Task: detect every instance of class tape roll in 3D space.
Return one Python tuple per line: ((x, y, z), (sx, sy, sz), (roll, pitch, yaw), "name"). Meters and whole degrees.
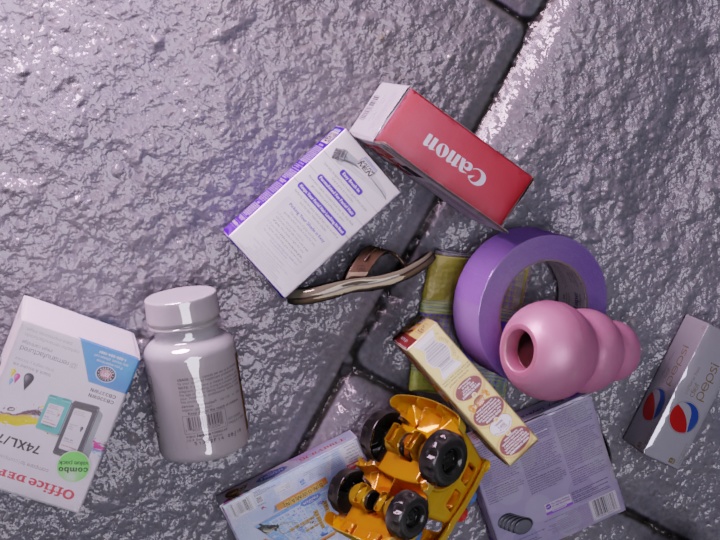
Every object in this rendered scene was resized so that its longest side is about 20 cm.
((0.222, 0.046, 1.721), (0.200, 0.066, 0.200), (-7, 105, -26), "tape roll")

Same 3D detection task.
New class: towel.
((0.144, 0.073, 1.751), (0.144, 0.023, 0.200), (10, 97, -16), "towel")

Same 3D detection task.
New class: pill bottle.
((-0.207, 0.126, 1.627), (0.114, 0.114, 0.200), (-10, 102, -12), "pill bottle")

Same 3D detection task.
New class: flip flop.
((0.000, 0.000, 1.682), (0.200, 0.081, 0.058), (-13, 88, -6), "flip flop")

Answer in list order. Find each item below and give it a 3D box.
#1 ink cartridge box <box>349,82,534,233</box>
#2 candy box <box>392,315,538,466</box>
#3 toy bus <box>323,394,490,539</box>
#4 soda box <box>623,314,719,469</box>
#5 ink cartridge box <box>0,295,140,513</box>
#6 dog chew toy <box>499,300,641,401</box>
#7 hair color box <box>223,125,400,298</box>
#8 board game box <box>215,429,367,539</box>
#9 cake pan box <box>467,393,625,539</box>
((0.104, -0.140, 1.623), (0.200, 0.176, 0.084), (34, 91, -17), "ink cartridge box")
((0.132, 0.150, 1.679), (0.055, 0.115, 0.200), (-41, 97, -3), "candy box")
((0.074, 0.291, 1.700), (0.200, 0.136, 0.192), (-57, 134, -19), "toy bus")
((0.443, 0.166, 1.816), (0.064, 0.068, 0.200), (25, 93, -17), "soda box")
((-0.369, 0.158, 1.576), (0.147, 0.146, 0.200), (20, 95, -16), "ink cartridge box")
((0.273, 0.100, 1.659), (0.200, 0.125, 0.125), (2, 100, -35), "dog chew toy")
((-0.062, -0.075, 1.653), (0.200, 0.065, 0.109), (-42, 106, -2), "hair color box")
((-0.059, 0.343, 1.739), (0.200, 0.041, 0.200), (-25, 104, -9), "board game box")
((0.251, 0.276, 1.799), (0.200, 0.052, 0.184), (-23, 106, -9), "cake pan box")
